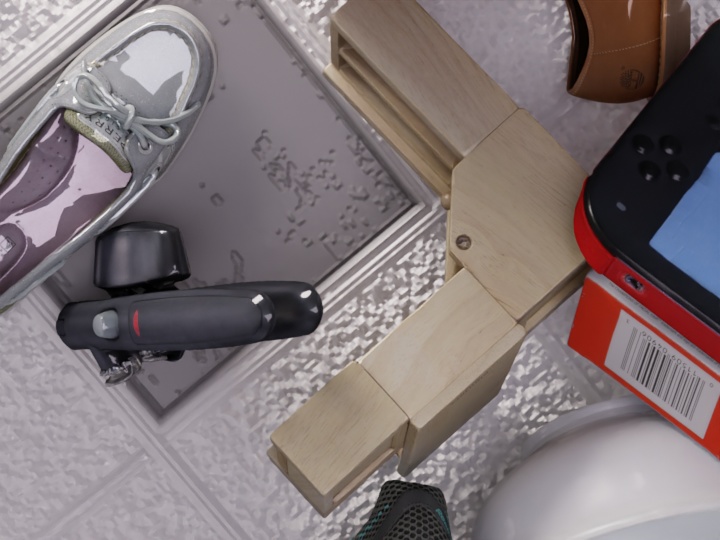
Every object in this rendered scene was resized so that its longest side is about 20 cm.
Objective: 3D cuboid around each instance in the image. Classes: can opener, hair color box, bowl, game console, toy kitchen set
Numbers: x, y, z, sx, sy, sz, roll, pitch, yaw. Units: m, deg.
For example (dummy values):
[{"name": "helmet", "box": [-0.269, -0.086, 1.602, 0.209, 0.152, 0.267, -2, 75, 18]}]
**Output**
[{"name": "can opener", "box": [-0.090, 0.020, 1.057, 0.063, 0.200, 0.079, -17, 101, -30]}, {"name": "hair color box", "box": [0.210, -0.004, 1.101, 0.111, 0.064, 0.200, 38, 58, 21]}, {"name": "bowl", "box": [0.139, 0.126, 1.139, 0.200, 0.201, 0.091, -11, 63, -7]}, {"name": "game console", "box": [0.214, -0.017, 1.044, 0.200, 0.031, 0.177, 38, 58, 5]}, {"name": "toy kitchen set", "box": [0.000, 0.000, 1.117, 0.200, 0.163, 0.180, -42, 80, -10]}]

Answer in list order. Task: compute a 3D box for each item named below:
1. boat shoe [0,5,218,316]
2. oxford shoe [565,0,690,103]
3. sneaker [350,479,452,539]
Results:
[{"name": "boat shoe", "box": [-0.147, -0.049, 1.102, 0.202, 0.065, 0.074, -45, 103, 0]}, {"name": "oxford shoe", "box": [0.130, -0.183, 1.123, 0.071, 0.071, 0.201, -3, 101, -3]}, {"name": "sneaker", "box": [0.011, 0.185, 1.144, 0.077, 0.091, 0.200, 12, 136, -14]}]
